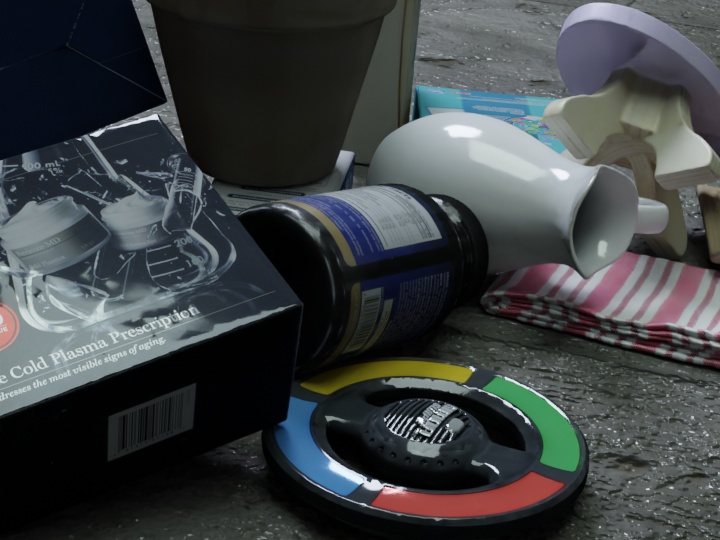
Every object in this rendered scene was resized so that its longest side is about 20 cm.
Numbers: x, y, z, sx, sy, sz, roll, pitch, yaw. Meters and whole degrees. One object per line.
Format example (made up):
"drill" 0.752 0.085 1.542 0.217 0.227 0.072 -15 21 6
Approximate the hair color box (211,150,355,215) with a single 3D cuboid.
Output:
"hair color box" -0.067 -0.039 1.261 0.099 0.061 0.200 7 23 6

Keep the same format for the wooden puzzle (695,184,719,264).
"wooden puzzle" 0.372 -0.020 1.340 0.184 0.037 0.200 10 18 4

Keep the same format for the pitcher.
"pitcher" 0.120 -0.053 1.242 0.199 0.122 0.171 13 9 36

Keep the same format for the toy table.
"toy table" 0.222 -0.106 1.307 0.183 0.200 0.118 -21 39 53

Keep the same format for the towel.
"towel" 0.205 0.015 1.236 0.199 0.030 0.146 13 24 18

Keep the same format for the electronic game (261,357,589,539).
"electronic game" 0.039 0.104 0.986 0.198 0.042 0.200 5 23 -2

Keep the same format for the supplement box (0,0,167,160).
"supplement box" -0.296 -0.150 1.256 0.199 0.135 0.199 -26 13 -34

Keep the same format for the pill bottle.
"pill bottle" 0.000 0.000 1.107 0.111 0.113 0.199 21 20 33

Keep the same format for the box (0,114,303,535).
"box" -0.165 0.026 0.945 0.199 0.105 0.182 -20 52 -27

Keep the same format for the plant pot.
"plant pot" -0.073 -0.165 1.253 0.198 0.175 0.200 4 23 -2

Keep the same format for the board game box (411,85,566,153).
"board game box" 0.124 -0.110 1.478 0.150 0.047 0.200 5 24 -2

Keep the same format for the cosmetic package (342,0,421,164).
"cosmetic package" 0.015 -0.207 1.487 0.073 0.201 0.104 6 25 4
